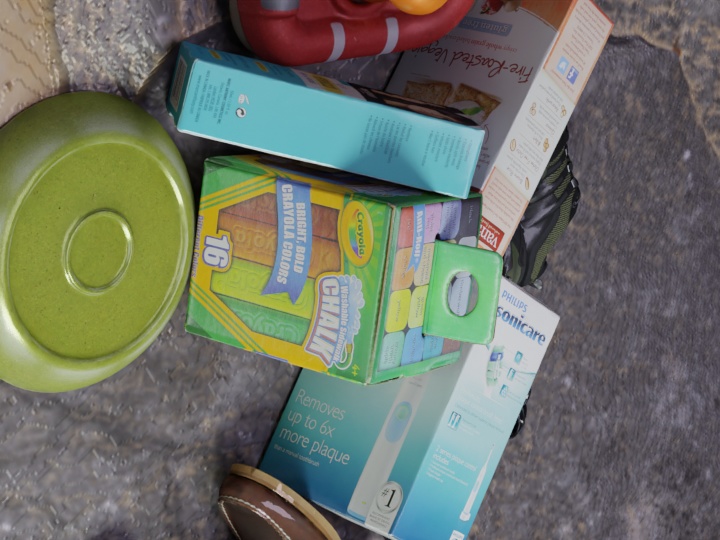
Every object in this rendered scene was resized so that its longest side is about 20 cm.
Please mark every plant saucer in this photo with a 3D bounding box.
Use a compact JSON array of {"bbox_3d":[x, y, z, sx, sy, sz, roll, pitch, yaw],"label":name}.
[{"bbox_3d":[-0.177,-0.014,1.297,0.199,0.031,0.202,-16,113,-41],"label":"plant saucer"}]

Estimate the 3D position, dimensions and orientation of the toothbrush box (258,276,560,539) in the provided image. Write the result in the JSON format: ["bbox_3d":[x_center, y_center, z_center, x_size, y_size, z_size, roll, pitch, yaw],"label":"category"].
[{"bbox_3d":[0.035,0.091,1.459,0.085,0.146,0.201,33,80,-46],"label":"toothbrush box"}]

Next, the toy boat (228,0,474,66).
[{"bbox_3d":[0.014,-0.204,1.356,0.199,0.130,0.132,-14,112,-42],"label":"toy boat"}]

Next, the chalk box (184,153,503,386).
[{"bbox_3d":[0.000,0.000,1.341,0.123,0.199,0.126,-8,109,-57],"label":"chalk box"}]

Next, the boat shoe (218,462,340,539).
[{"bbox_3d":[-0.048,0.217,1.468,0.071,0.070,0.200,-58,135,-20],"label":"boat shoe"}]

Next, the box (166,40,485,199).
[{"bbox_3d":[-0.024,-0.100,1.317,0.198,0.082,0.050,12,102,-14],"label":"box"}]

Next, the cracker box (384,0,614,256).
[{"bbox_3d":[0.081,-0.116,1.449,0.058,0.133,0.201,35,77,-45],"label":"cracker box"}]

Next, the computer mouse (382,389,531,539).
[{"bbox_3d":[0.063,0.135,1.560,0.200,0.052,0.139,-52,151,-31],"label":"computer mouse"}]

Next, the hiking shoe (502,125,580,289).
[{"bbox_3d":[0.132,-0.079,1.567,0.100,0.075,0.202,-7,116,-52],"label":"hiking shoe"}]
